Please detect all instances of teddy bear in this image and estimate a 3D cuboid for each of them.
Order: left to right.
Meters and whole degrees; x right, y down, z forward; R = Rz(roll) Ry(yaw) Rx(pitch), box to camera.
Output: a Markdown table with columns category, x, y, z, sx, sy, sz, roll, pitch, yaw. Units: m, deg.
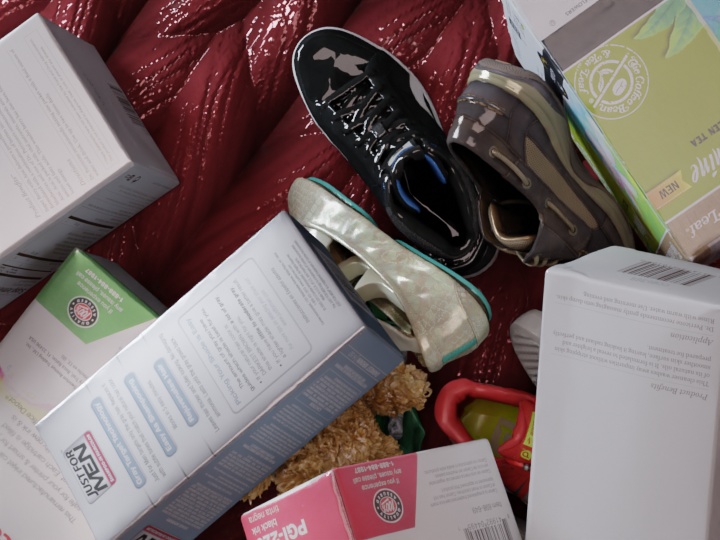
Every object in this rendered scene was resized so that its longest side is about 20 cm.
| category | x | y | z | sx | sy | sz | roll | pitch | yaw |
| --- | --- | --- | --- | --- | --- | --- | --- | --- | --- |
| teddy bear | -0.022 | 0.102 | 1.018 | 0.143 | 0.067 | 0.202 | -1 | 71 | -8 |

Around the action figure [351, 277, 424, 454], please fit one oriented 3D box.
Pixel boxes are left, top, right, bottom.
| category | x | y | z | sx | sy | sz | roll | pitch | yaw |
| --- | --- | --- | --- | --- | --- | --- | --- | --- | --- |
| action figure | -0.001 | 0.104 | 1.089 | 0.117 | 0.055 | 0.202 | -3 | 82 | 12 |

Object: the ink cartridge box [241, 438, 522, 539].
| category | x | y | z | sx | sy | sz | roll | pitch | yaw |
| --- | --- | --- | --- | --- | --- | --- | --- | --- | --- |
| ink cartridge box | 0.035 | 0.207 | 0.903 | 0.085 | 0.145 | 0.202 | -30 | 72 | 37 |

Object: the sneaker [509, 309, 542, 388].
| category | x | y | z | sx | sy | sz | roll | pitch | yaw |
| --- | --- | --- | --- | --- | --- | --- | --- | --- | --- |
| sneaker | 0.190 | 0.080 | 1.060 | 0.200 | 0.074 | 0.082 | 38 | 64 | 14 |

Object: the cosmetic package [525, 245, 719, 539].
| category | x | y | z | sx | sy | sz | roll | pitch | yaw |
| --- | --- | --- | --- | --- | --- | --- | --- | --- | --- |
| cosmetic package | 0.155 | 0.099 | 0.880 | 0.112 | 0.081 | 0.202 | 14 | 108 | 36 |

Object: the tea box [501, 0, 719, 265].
| category | x | y | z | sx | sy | sz | roll | pitch | yaw |
| --- | --- | --- | --- | --- | --- | --- | --- | --- | --- |
| tea box | 0.192 | -0.112 | 0.995 | 0.133 | 0.200 | 0.198 | -35 | 81 | 5 |

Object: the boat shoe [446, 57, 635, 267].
| category | x | y | z | sx | sy | sz | roll | pitch | yaw |
| --- | --- | --- | --- | --- | --- | --- | --- | --- | --- |
| boat shoe | 0.105 | -0.041 | 1.022 | 0.073 | 0.200 | 0.074 | -50 | 38 | -17 |

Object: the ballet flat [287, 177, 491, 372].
| category | x | y | z | sx | sy | sz | roll | pitch | yaw |
| --- | --- | --- | --- | --- | --- | --- | --- | --- | --- |
| ballet flat | 0.000 | 0.000 | 1.045 | 0.062 | 0.068 | 0.200 | -40 | 44 | -16 |

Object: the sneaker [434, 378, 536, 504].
| category | x | y | z | sx | sy | sz | roll | pitch | yaw |
| --- | --- | --- | --- | --- | --- | --- | --- | --- | --- |
| sneaker | 0.121 | 0.120 | 1.009 | 0.199 | 0.085 | 0.077 | 19 | 77 | 41 |

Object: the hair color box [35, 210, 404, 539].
| category | x | y | z | sx | sy | sz | roll | pitch | yaw |
| --- | --- | --- | --- | --- | --- | --- | --- | --- | --- |
| hair color box | -0.084 | 0.072 | 0.967 | 0.200 | 0.061 | 0.099 | -40 | 58 | 5 |

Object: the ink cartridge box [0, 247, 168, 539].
| category | x | y | z | sx | sy | sz | roll | pitch | yaw |
| --- | --- | --- | --- | --- | --- | --- | --- | --- | --- |
| ink cartridge box | -0.187 | 0.110 | 1.099 | 0.145 | 0.088 | 0.201 | 39 | 90 | 10 |

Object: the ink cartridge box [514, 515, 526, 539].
| category | x | y | z | sx | sy | sz | roll | pitch | yaw |
| --- | --- | --- | --- | --- | --- | --- | --- | --- | --- |
| ink cartridge box | 0.120 | 0.245 | 1.002 | 0.199 | 0.083 | 0.146 | 23 | 90 | 39 |

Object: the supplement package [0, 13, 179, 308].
| category | x | y | z | sx | sy | sz | roll | pitch | yaw |
| --- | --- | --- | --- | --- | --- | --- | --- | --- | --- |
| supplement package | -0.245 | -0.057 | 1.102 | 0.199 | 0.120 | 0.122 | -34 | 83 | 5 |

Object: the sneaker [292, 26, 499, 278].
| category | x | y | z | sx | sy | sz | roll | pitch | yaw |
| --- | --- | --- | --- | --- | --- | --- | --- | --- | --- |
| sneaker | 0.022 | -0.087 | 1.065 | 0.073 | 0.112 | 0.201 | -39 | 82 | 3 |
